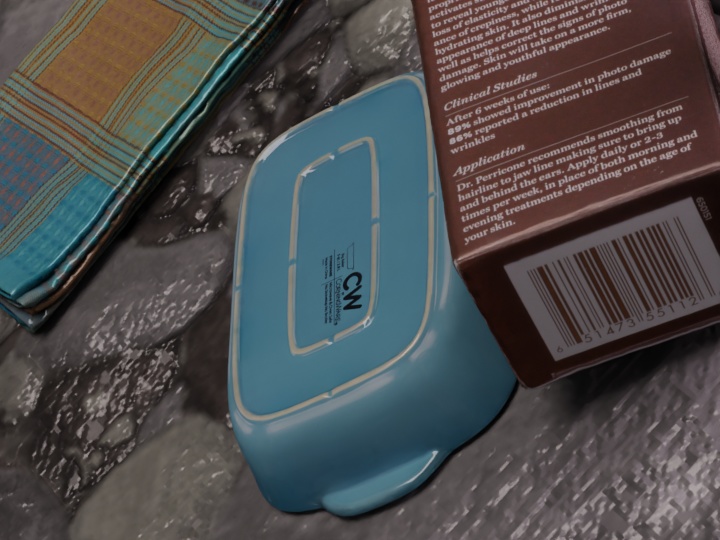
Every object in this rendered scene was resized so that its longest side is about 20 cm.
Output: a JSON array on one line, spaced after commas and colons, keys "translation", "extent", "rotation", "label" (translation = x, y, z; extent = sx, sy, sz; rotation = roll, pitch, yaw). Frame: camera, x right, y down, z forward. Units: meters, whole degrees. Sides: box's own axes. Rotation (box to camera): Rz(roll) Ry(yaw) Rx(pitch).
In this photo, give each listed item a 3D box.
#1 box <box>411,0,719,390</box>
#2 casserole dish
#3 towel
[{"translation": [0.078, -0.062, 0.986], "extent": [0.100, 0.075, 0.200], "rotation": [-20, 43, 13], "label": "box"}, {"translation": [0.000, 0.000, 1.045], "extent": [0.121, 0.039, 0.200], "rotation": [-25, 42, 26], "label": "casserole dish"}, {"translation": [-0.116, -0.075, 1.243], "extent": [0.200, 0.022, 0.147], "rotation": [-51, 37, -7], "label": "towel"}]
